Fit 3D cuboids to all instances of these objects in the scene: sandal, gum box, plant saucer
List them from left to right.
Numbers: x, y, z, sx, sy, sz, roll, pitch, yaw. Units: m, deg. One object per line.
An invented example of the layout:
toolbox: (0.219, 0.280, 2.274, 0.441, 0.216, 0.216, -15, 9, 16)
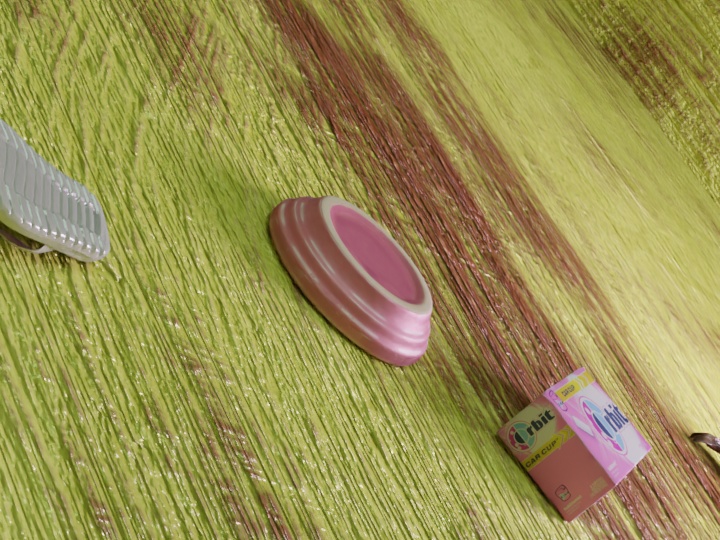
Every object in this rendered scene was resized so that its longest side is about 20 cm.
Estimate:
sandal: (-0.246, -0.048, 1.313, 0.203, 0.050, 0.083, 42, 29, -57)
plant saucer: (0.000, 0.000, 1.748, 0.200, 0.051, 0.201, 42, 19, -18)
gum box: (0.221, 0.172, 1.854, 0.114, 0.066, 0.200, 51, 18, 8)

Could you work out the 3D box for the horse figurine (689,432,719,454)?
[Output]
horse figurine: (0.496, 0.271, 2.278, 0.200, 0.050, 0.133, 53, 6, 35)
